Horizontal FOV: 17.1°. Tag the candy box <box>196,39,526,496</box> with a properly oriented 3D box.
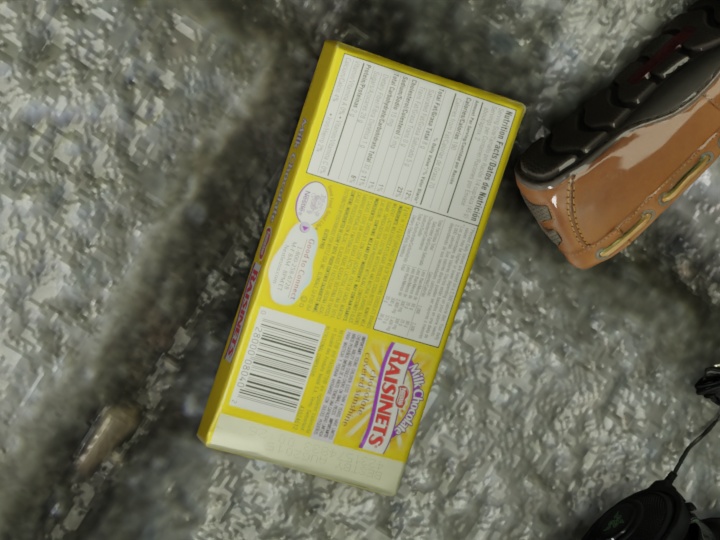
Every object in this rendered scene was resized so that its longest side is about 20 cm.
[{"bbox_3d":[0.000,0.000,1.140,0.102,0.026,0.200,17,94,-22],"label":"candy box"}]

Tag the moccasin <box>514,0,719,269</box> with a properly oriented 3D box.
[{"bbox_3d":[0.171,-0.077,1.158,0.201,0.074,0.078,-42,118,-10],"label":"moccasin"}]

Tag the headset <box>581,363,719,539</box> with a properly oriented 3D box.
[{"bbox_3d":[0.171,0.143,1.174,0.123,0.094,0.200,20,70,-33],"label":"headset"}]
